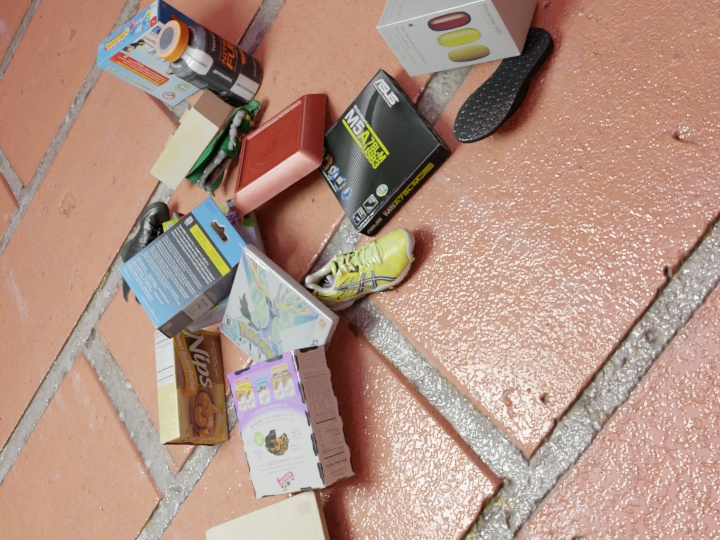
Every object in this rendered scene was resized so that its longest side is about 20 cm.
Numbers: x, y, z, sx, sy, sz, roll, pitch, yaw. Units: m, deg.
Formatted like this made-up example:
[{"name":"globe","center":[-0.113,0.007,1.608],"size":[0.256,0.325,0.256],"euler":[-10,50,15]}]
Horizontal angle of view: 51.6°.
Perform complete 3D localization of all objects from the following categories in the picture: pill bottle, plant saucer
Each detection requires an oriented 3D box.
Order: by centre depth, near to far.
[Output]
[{"name":"plant saucer","center":[-0.149,-0.214,1.315],"size":[0.198,0.037,0.202],"euler":[-28,40,27]},{"name":"pill bottle","center":[-0.292,-0.399,1.423],"size":[0.105,0.199,0.108],"euler":[-11,71,35]}]

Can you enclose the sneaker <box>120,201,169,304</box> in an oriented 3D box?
[{"name":"sneaker","center":[-0.440,-0.036,1.538],"size":[0.200,0.059,0.105],"euler":[-50,52,23]}]

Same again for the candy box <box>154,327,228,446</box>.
[{"name":"candy box","center":[-0.300,0.203,1.320],"size":[0.055,0.115,0.204],"euler":[-24,64,30]}]

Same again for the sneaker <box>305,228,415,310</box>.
[{"name":"sneaker","center":[0.000,0.000,1.151],"size":[0.199,0.076,0.076],"euler":[-35,57,25]}]

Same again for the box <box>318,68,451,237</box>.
[{"name":"box","center":[0.026,-0.192,1.212],"size":[0.193,0.047,0.201],"euler":[-46,55,22]}]

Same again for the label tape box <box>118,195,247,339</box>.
[{"name":"label tape box","center":[-0.288,-0.005,1.262],"size":[0.199,0.063,0.145],"euler":[-38,65,-6]}]

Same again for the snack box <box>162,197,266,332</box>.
[{"name":"snack box","center":[-0.252,-0.015,1.332],"size":[0.166,0.068,0.203],"euler":[-19,65,2]}]

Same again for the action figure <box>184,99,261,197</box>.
[{"name":"action figure","center":[-0.250,-0.240,1.425],"size":[0.054,0.118,0.202],"euler":[30,88,13]}]

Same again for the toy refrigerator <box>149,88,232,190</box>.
[{"name":"toy refrigerator","center":[-0.336,-0.255,1.458],"size":[0.200,0.070,0.077],"euler":[-41,21,40]}]

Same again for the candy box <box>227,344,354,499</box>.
[{"name":"candy box","center":[-0.110,0.235,1.147],"size":[0.166,0.071,0.204],"euler":[-22,79,40]}]

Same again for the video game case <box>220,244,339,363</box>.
[{"name":"video game case","center":[-0.137,0.087,1.202],"size":[0.199,0.022,0.184],"euler":[38,126,21]}]

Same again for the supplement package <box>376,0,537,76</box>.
[{"name":"supplement package","center":[0.143,-0.382,1.108],"size":[0.197,0.114,0.111],"euler":[0,60,40]}]

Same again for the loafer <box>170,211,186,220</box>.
[{"name":"loafer","center":[-0.333,-0.027,1.436],"size":[0.069,0.075,0.202],"euler":[-38,57,19]}]

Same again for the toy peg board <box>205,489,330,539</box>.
[{"name":"toy peg board","center":[-0.113,0.466,1.130],"size":[0.196,0.098,0.203],"euler":[-24,63,14]}]

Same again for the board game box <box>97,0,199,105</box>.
[{"name":"board game box","center":[-0.394,-0.436,1.517],"size":[0.193,0.199,0.057],"euler":[-19,65,32]}]

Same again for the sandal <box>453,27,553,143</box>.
[{"name":"sandal","center":[0.215,-0.259,1.086],"size":[0.201,0.048,0.075],"euler":[-51,51,1]}]
